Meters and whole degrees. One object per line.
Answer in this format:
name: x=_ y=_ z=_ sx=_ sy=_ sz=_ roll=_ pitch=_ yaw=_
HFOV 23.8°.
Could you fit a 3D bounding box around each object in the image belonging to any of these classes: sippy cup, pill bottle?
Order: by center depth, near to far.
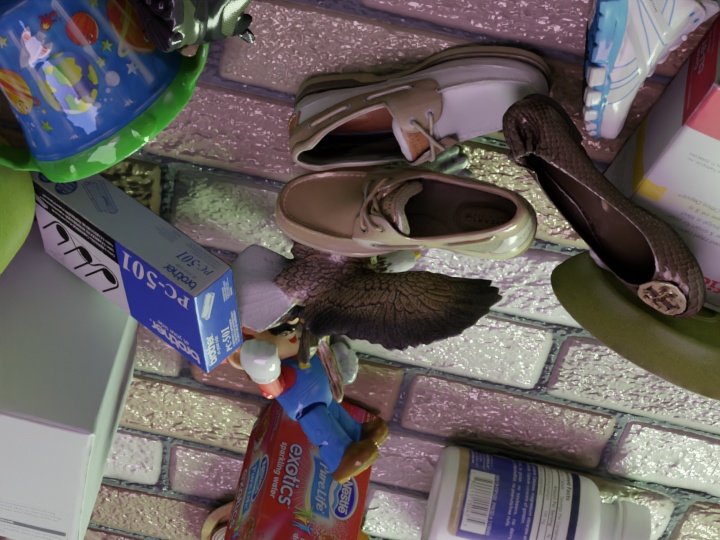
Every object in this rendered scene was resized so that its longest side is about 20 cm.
sippy cup: x=-0.208 y=-0.154 z=1.223 sx=0.140 sy=0.178 sz=0.130 roll=17 pitch=146 yaw=57
pill bottle: x=0.163 y=0.243 z=1.593 sx=0.199 sy=0.120 sz=0.120 roll=13 pitch=140 yaw=-1

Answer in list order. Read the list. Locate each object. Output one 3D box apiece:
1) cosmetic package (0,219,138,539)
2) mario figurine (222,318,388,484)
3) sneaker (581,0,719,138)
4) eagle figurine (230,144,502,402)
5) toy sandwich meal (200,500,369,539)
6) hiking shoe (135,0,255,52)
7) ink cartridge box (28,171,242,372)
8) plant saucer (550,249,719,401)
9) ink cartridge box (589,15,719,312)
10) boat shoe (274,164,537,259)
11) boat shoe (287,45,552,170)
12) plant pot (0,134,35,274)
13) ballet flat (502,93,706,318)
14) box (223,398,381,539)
cosmetic package: x=-0.269 y=0.100 z=1.472 sx=0.123 sy=0.200 sz=0.200 roll=15 pitch=140 yaw=-4
mario figurine: x=-0.048 y=0.080 z=1.462 sx=0.200 sy=0.106 sz=0.123 roll=48 pitch=163 yaw=-7
sneaker: x=0.196 y=-0.163 z=1.150 sx=0.086 sy=0.075 sz=0.200 roll=3 pitch=140 yaw=1
eagle figurine: x=0.005 y=-0.004 z=1.346 sx=0.152 sy=0.151 sz=0.200 roll=43 pitch=144 yaw=-12
toy sandwich meal: x=-0.074 y=0.302 z=1.760 sx=0.205 sy=0.070 sz=0.205 roll=7 pitch=140 yaw=6
hiking shoe: x=-0.084 y=-0.241 z=1.138 sx=0.101 sy=0.076 sz=0.200 roll=-10 pitch=135 yaw=-40
ink cartridge box: x=-0.181 y=-0.009 z=1.364 sx=0.200 sy=0.044 sz=0.094 roll=33 pitch=148 yaw=29
plant saucer: x=0.240 y=0.034 z=1.291 sx=0.200 sy=0.200 sz=0.031 roll=20 pitch=113 yaw=-9
ink cartridge box: x=0.271 y=-0.069 z=1.227 sx=0.145 sy=0.084 sz=0.200 roll=21 pitch=139 yaw=-9
boat shoe: x=0.029 y=-0.047 z=1.258 sx=0.199 sy=0.072 sz=0.065 roll=7 pitch=169 yaw=15
boat shoe: x=0.042 y=-0.110 z=1.249 sx=0.199 sy=0.069 sz=0.075 roll=-9 pitch=133 yaw=22
plant pot: x=-0.338 y=-0.038 z=1.292 sx=0.200 sy=0.184 sz=0.201 roll=3 pitch=107 yaw=9
ballet flat: x=0.168 y=-0.038 z=1.205 sx=0.200 sy=0.046 sz=0.067 roll=50 pitch=140 yaw=-8
box: x=-0.057 y=0.214 z=1.552 sx=0.100 sy=0.200 sz=0.095 roll=24 pitch=141 yaw=-14
